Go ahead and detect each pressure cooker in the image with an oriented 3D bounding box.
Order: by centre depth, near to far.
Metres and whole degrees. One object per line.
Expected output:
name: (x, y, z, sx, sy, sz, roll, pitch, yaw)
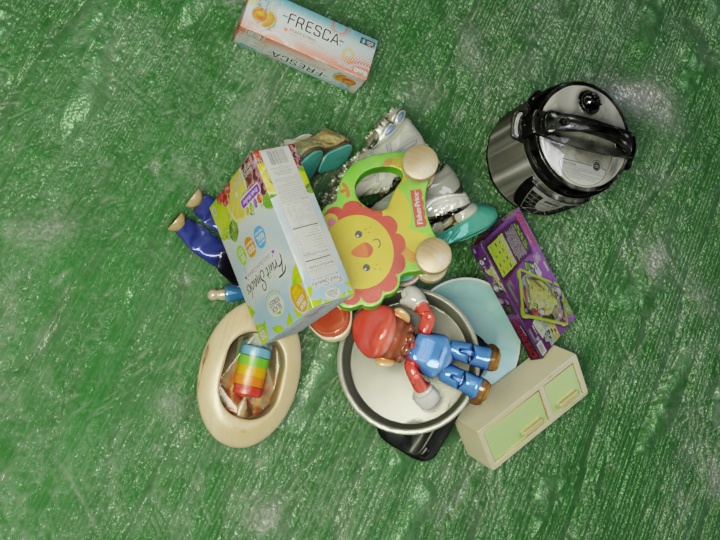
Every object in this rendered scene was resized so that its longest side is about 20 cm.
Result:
pressure cooker: (0.299, -0.187, 1.217, 0.175, 0.200, 0.180, -34, 95, -20)

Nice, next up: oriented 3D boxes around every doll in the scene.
doll: (-0.169, -0.017, 1.118, 0.199, 0.048, 0.137, 38, 78, -14)

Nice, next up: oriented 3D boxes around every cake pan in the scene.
cake pan: (0.067, 0.126, 1.130, 0.197, 0.037, 0.203, -2, 77, 7)

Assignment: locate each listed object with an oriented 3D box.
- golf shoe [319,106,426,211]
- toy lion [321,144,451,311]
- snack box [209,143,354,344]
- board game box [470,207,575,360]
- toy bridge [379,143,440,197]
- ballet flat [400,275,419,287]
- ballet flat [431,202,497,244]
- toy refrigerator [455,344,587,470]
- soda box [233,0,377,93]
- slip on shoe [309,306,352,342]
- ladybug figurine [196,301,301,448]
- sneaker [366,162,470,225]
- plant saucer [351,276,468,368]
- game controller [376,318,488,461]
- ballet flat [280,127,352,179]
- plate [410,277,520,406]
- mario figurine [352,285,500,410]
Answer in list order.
golf shoe: (0.024, -0.136, 1.158, 0.097, 0.078, 0.201, 42, 74, -12)
toy lion: (0.016, -0.052, 1.062, 0.189, 0.069, 0.203, -6, 78, -2)
snack box: (-0.104, -0.028, 1.016, 0.067, 0.168, 0.202, -18, 80, -33)
board game box: (0.250, 0.020, 1.234, 0.120, 0.032, 0.201, -37, 103, -35)
toy bridge: (0.032, -0.128, 1.210, 0.200, 0.027, 0.067, -43, 96, -17)
ballet flat: (0.000, 0.000, 1.149, 0.197, 0.071, 0.070, -2, 84, 18)
ballet flat: (0.121, -0.068, 1.206, 0.199, 0.067, 0.071, -29, 120, -18)
toy refrigerator: (0.242, 0.200, 1.207, 0.199, 0.070, 0.077, -33, 115, -20)
soda box: (-0.080, -0.333, 1.179, 0.198, 0.063, 0.069, 20, 77, -16)
slip on shoe: (-0.064, 0.000, 1.098, 0.073, 0.061, 0.202, -18, 78, 6)
ladybug figurine: (-0.151, 0.135, 1.092, 0.134, 0.072, 0.202, 20, 77, -16)
sneaker: (0.052, -0.092, 1.138, 0.198, 0.074, 0.080, -19, 86, -12)
plant saucer: (0.073, 0.080, 1.204, 0.198, 0.019, 0.071, -26, 92, -21)
game controller: (0.106, 0.170, 1.167, 0.104, 0.042, 0.201, 32, 82, -6)
ballet flat: (-0.076, -0.158, 1.114, 0.071, 0.070, 0.200, 59, 28, -4)
plate: (0.148, 0.110, 1.209, 0.198, 0.026, 0.203, -2, 94, -23)
mario figurine: (0.083, 0.103, 1.089, 0.198, 0.107, 0.124, 23, 47, 2)
